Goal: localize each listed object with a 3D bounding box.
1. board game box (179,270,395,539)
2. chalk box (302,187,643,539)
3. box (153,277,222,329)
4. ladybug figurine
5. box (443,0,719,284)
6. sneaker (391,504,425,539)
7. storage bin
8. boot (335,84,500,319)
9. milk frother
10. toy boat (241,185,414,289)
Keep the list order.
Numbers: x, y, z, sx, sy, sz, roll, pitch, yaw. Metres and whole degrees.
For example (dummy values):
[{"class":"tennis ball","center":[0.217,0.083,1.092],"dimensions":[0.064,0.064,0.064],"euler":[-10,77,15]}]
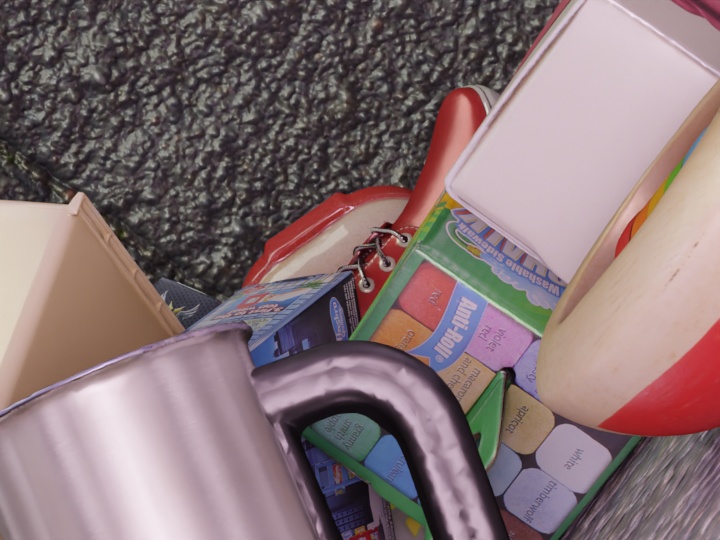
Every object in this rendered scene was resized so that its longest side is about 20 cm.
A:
[{"class":"board game box","center":[-0.058,0.110,1.125],"dimensions":[0.061,0.201,0.200],"euler":[-9,1,29]},{"class":"chalk box","center":[0.062,0.035,1.128],"dimensions":[0.125,0.124,0.200],"euler":[-56,0,37]},{"class":"box","center":[-0.100,0.126,1.460],"dimensions":[0.158,0.051,0.200],"euler":[-53,-40,-20]},{"class":"ladybug figurine","center":[0.124,-0.009,0.849],"dimensions":[0.136,0.072,0.200],"euler":[-56,0,-32]},{"class":"box","center":[0.135,-0.074,1.059],"dimensions":[0.109,0.128,0.200],"euler":[-54,2,32]},{"class":"sneaker","center":[0.032,0.120,1.353],"dimensions":[0.076,0.076,0.200],"euler":[-57,-1,7]},{"class":"storage bin","center":[-0.149,0.097,1.137],"dimensions":[0.199,0.093,0.201],"euler":[58,-139,-51]},{"class":"boot","center":[0.000,0.000,1.266],"dimensions":[0.072,0.144,0.201],"euler":[177,103,-71]},{"class":"milk frother","center":[-0.042,0.129,0.992],"dimensions":[0.180,0.189,0.200],"euler":[-19,-9,-22]},{"class":"toy boat","center":[0.014,0.032,1.472],"dimensions":[0.130,0.200,0.131],"euler":[-34,31,3]}]
